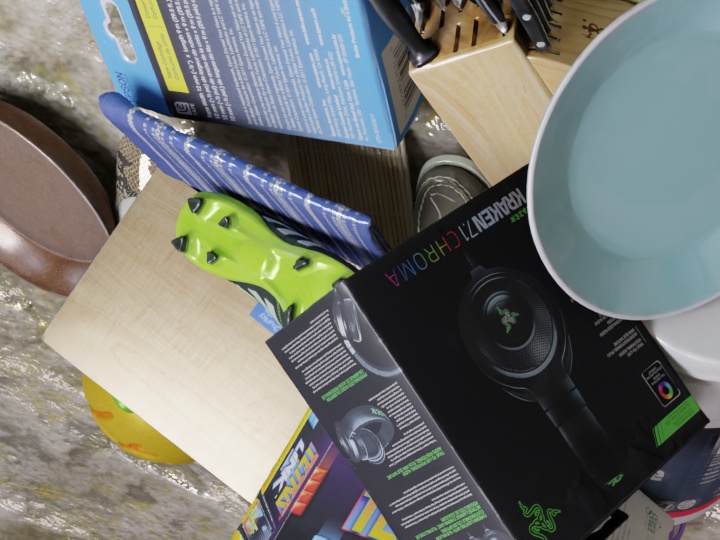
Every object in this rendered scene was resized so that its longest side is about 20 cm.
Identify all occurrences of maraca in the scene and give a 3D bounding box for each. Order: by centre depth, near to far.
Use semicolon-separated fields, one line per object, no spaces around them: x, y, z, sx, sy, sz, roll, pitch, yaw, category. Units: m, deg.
-0.172;0.088;1.289;0.137;0.107;0.200;49;-175;32;maraca

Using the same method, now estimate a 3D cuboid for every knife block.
0.063;-0.123;0.932;0.174;0.064;0.200;15;145;-7;knife block

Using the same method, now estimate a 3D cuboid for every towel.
-0.064;-0.054;1.043;0.199;0.024;0.145;26;173;17;towel

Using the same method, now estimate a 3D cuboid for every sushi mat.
0.000;0.000;1.110;0.095;0.012;0.201;2;110;28;sushi mat

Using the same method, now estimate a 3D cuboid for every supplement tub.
0.202;0.063;1.050;0.139;0.141;0.201;18;144;7;supplement tub

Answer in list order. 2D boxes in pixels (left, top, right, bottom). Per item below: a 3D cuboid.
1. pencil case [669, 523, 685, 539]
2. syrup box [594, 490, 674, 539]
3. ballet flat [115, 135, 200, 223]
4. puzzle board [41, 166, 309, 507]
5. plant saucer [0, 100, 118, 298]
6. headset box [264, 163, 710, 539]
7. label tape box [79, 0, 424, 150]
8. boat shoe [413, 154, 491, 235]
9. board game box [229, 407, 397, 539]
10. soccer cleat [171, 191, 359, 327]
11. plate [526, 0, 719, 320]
0.171;0.203;1.290;0.084;0.086;0.200;3;162;-37;pencil case
0.097;0.139;1.019;0.200;0.079;0.081;41;127;-10;syrup box
-0.143;-0.011;1.200;0.067;0.076;0.201;9;141;20;ballet flat
-0.104;0.045;1.130;0.200;0.151;0.017;36;-178;10;puzzle board
-0.254;-0.060;1.209;0.199;0.035;0.201;27;148;18;plant saucer
0.078;0.070;0.921;0.201;0.174;0.093;57;141;3;headset box
-0.069;-0.156;0.989;0.199;0.066;0.144;12;142;24;label tape box
0.071;0.026;1.053;0.072;0.060;0.203;-2;116;25;boat shoe
0.027;0.181;1.117;0.199;0.057;0.166;23;107;-27;board game box
-0.033;0.009;1.026;0.200;0.068;0.081;36;-164;29;soccer cleat
0.175;-0.067;0.904;0.201;0.200;0.026;55;175;-36;plate
